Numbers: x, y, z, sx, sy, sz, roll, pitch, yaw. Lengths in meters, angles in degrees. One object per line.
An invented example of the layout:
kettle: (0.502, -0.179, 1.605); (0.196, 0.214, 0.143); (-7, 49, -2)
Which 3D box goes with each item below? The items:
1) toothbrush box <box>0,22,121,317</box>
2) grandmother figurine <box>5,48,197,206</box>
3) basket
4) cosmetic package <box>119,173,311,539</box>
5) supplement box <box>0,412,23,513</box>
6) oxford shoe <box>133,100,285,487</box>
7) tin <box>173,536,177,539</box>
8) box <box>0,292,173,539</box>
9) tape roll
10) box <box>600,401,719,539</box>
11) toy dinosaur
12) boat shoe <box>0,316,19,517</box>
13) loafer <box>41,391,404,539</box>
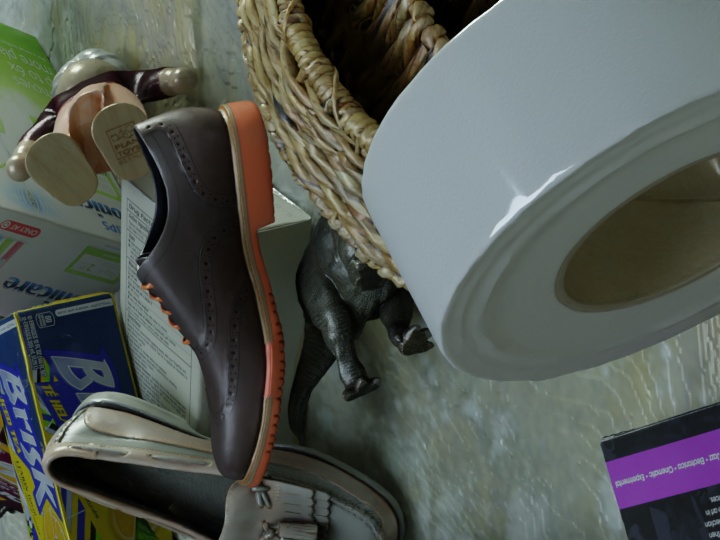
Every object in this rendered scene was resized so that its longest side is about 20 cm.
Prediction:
toothbrush box: (-0.239, -0.071, 1.464); (0.086, 0.146, 0.200); (-42, 58, 20)
grandmother figurine: (-0.153, -0.092, 1.366); (0.200, 0.121, 0.061); (-121, 15, -72)
basket: (0.039, -0.110, 1.005); (0.200, 0.142, 0.149); (63, 147, 23)
cosmetic package: (-0.086, 0.047, 1.339); (0.104, 0.073, 0.200); (38, 131, 48)
supplement box: (-0.207, 0.097, 1.496); (0.200, 0.110, 0.086); (-10, 54, 60)
oxford shoe: (-0.081, 0.015, 1.216); (0.071, 0.072, 0.201); (-179, 84, -75)
tin: (-0.131, 0.206, 1.508); (0.200, 0.042, 0.112); (37, 127, 49)
box: (-0.159, 0.119, 1.356); (0.070, 0.064, 0.200); (-22, 81, 62)
tape roll: (0.104, -0.043, 0.862); (0.071, 0.202, 0.203); (63, 147, 25)
box: (0.176, 0.151, 0.974); (0.143, 0.036, 0.200); (-26, 76, 60)
toy dinosaur: (0.000, 0.000, 1.199); (0.102, 0.077, 0.200); (-117, 26, -46)
boat shoe: (-0.272, 0.086, 1.677); (0.074, 0.060, 0.200); (34, 129, 51)
loafer: (-0.077, 0.126, 1.266); (0.200, 0.063, 0.072); (18, 118, 16)
